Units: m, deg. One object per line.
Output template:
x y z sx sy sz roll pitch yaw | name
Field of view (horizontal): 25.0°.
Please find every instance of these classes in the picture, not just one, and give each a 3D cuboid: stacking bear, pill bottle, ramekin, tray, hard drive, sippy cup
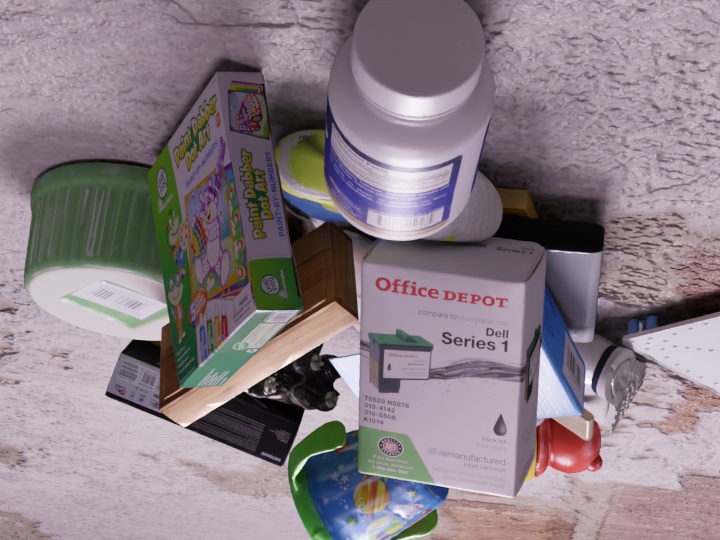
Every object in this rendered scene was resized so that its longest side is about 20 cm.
0.175 0.195 1.847 0.199 0.122 0.114 -1 154 -1 | stacking bear
0.034 -0.114 1.170 0.119 0.120 0.200 8 156 0 | pill bottle
-0.216 -0.011 1.507 0.199 0.098 0.200 7 156 3 | ramekin
-0.092 0.046 1.407 0.200 0.099 0.037 -33 129 25 | tray
0.146 0.008 1.466 0.139 0.033 0.200 4 155 8 | hard drive
0.015 0.215 1.648 0.130 0.140 0.178 -28 170 18 | sippy cup

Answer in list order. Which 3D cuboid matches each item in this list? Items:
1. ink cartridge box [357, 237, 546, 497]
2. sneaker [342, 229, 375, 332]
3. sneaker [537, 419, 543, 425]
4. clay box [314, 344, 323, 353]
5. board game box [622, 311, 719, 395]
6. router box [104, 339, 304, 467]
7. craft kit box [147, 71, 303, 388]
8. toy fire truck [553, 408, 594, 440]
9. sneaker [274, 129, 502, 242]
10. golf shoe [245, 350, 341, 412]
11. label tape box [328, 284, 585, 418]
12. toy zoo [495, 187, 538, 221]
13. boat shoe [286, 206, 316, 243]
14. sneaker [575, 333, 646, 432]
0.076 0.075 1.371 0.145 0.084 0.201 7 113 16 | ink cartridge box
0.000 0.000 1.520 0.088 0.075 0.200 40 169 4 | sneaker
0.109 0.188 1.764 0.199 0.076 0.092 -15 120 -13 | sneaker
-0.134 0.044 1.669 0.199 0.048 0.115 9 157 -6 | clay box
0.395 0.073 1.595 0.199 0.026 0.200 26 150 -35 | board game box
-0.157 0.128 1.715 0.199 0.052 0.157 23 -170 -1 | router box
-0.113 -0.028 1.308 0.048 0.199 0.200 1 159 -24 | craft kit box
0.134 0.104 1.649 0.199 0.129 0.176 -4 155 1 | toy fire truck
0.016 -0.069 1.359 0.199 0.076 0.105 18 170 -15 | sneaker
-0.105 0.096 1.628 0.088 0.078 0.200 0 158 39 | golf shoe
0.091 0.082 1.489 0.199 0.064 0.144 -7 142 21 | label tape box
0.099 -0.031 1.459 0.130 0.021 0.200 0 155 17 | toy zoo
-0.072 -0.022 1.481 0.069 0.071 0.200 -2 148 28 | boat shoe
0.244 0.108 1.686 0.080 0.077 0.200 23 165 22 | sneaker
